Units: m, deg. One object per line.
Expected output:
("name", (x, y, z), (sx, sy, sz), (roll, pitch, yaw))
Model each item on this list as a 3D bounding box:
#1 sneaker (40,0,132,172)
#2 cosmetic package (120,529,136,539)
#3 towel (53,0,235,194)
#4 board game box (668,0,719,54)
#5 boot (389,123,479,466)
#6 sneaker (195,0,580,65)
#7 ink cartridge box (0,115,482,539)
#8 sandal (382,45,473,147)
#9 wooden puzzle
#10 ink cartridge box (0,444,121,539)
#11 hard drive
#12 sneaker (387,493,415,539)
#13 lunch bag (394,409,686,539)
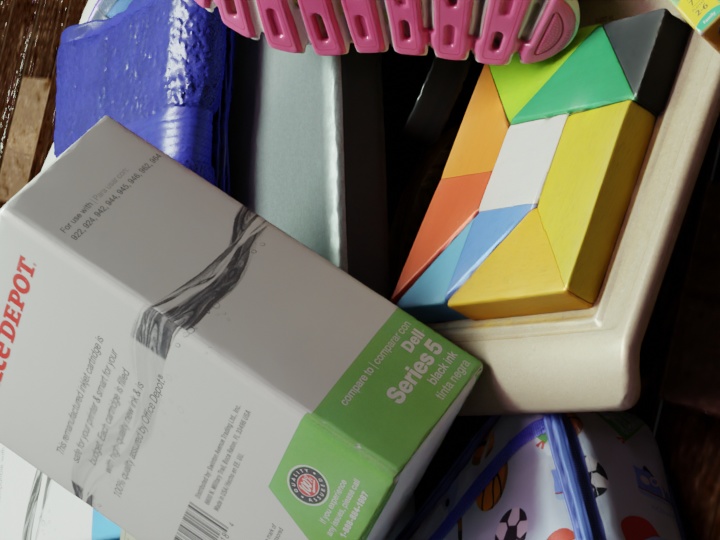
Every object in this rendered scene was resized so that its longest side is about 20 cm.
("sneaker", (-0.125, -0.091, 1.423), (0.146, 0.081, 0.200), (30, 102, 51))
("cosmetic package", (-0.075, 0.142, 1.183), (0.104, 0.073, 0.200), (40, 128, 57))
("towel", (-0.108, -0.039, 1.148), (0.148, 0.050, 0.200), (-15, 69, 55))
("board game box", (0.132, -0.179, 0.954), (0.096, 0.030, 0.200), (-45, 42, 12))
("boot", (0.000, 0.000, 1.168), (0.200, 0.066, 0.175), (22, 97, 62))
("sneaker", (0.009, -0.147, 1.022), (0.074, 0.200, 0.087), (79, -153, -47))
("ink cartridge box", (-0.069, 0.050, 0.994), (0.084, 0.200, 0.146), (-49, -10, -42))
("sandal", (0.018, -0.107, 1.138), (0.200, 0.048, 0.075), (-125, 57, -81))
("wooden puzzle", (0.079, -0.038, 0.980), (0.185, 0.037, 0.200), (-7, 62, 58))
("ink cartridge box", (-0.171, 0.119, 1.366), (0.200, 0.067, 0.116), (-15, 65, 41))
("hard drive", (-0.030, -0.058, 1.100), (0.140, 0.033, 0.200), (-35, 53, 57))
("sneaker", (-0.028, 0.136, 1.094), (0.074, 0.082, 0.200), (34, 126, 51))
("lunch bag", (0.060, 0.155, 0.990), (0.200, 0.076, 0.160), (-53, 34, 35))
